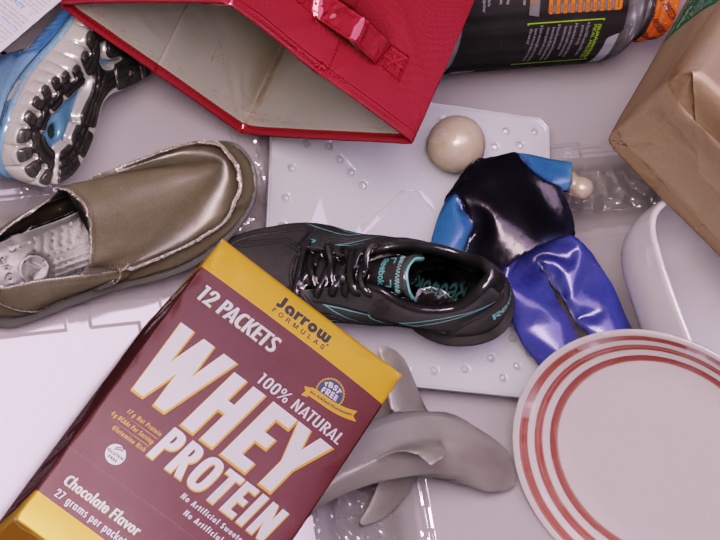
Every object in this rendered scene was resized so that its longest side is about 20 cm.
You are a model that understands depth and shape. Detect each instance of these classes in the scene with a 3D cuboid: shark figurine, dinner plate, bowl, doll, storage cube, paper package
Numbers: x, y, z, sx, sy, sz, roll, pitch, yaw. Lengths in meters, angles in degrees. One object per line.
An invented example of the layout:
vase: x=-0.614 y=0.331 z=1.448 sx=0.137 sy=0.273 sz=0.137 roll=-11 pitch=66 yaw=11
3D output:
shark figurine: x=0.011 y=0.133 z=1.283 sx=0.214 sy=0.089 sz=0.128 roll=-29 pitch=108 yaw=-27
dinner plate: x=0.194 y=0.124 z=1.316 sx=0.200 sy=0.200 sz=0.024 roll=48 pitch=39 yaw=-1
bowl: x=0.267 y=0.037 z=1.394 sx=0.200 sy=0.075 sz=0.200 roll=-14 pitch=79 yaw=-38
doll: x=0.104 y=-0.016 z=1.361 sx=0.136 sy=0.048 sz=0.200 roll=-29 pitch=85 yaw=-16
storage cube: x=-0.044 y=-0.198 z=1.251 sx=0.171 sy=0.200 sz=0.180 roll=34 pitch=74 yaw=-38
paper package: x=0.285 y=-0.103 z=1.358 sx=0.191 sy=0.103 sz=0.200 roll=44 pitch=49 yaw=-10

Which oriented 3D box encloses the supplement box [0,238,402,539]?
supplement box: x=-0.108 y=0.120 z=1.205 sx=0.133 sy=0.197 sz=0.200 roll=37 pitch=67 yaw=-5

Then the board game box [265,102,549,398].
board game box: x=0.030 y=-0.017 z=1.378 sx=0.200 sy=0.026 sz=0.200 roll=6 pitch=74 yaw=-15

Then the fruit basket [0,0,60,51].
fruit basket: x=-0.249 y=-0.224 z=1.303 sx=0.185 sy=0.094 sz=0.200 roll=38 pitch=74 yaw=17

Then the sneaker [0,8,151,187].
sneaker: x=-0.198 y=-0.136 z=1.307 sx=0.200 sy=0.090 sz=0.078 roll=-59 pitch=140 yaw=-40

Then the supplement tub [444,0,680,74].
supplement tub: x=0.112 y=-0.200 z=1.401 sx=0.200 sy=0.123 sz=0.123 roll=-6 pitch=77 yaw=-19

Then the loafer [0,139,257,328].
loafer: x=-0.156 y=-0.024 z=1.273 sx=0.200 sy=0.070 sz=0.075 roll=-28 pitch=80 yaw=-6

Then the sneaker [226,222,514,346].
sneaker: x=0.000 y=0.000 z=1.293 sx=0.200 sy=0.079 sz=0.076 roll=5 pitch=75 yaw=3
